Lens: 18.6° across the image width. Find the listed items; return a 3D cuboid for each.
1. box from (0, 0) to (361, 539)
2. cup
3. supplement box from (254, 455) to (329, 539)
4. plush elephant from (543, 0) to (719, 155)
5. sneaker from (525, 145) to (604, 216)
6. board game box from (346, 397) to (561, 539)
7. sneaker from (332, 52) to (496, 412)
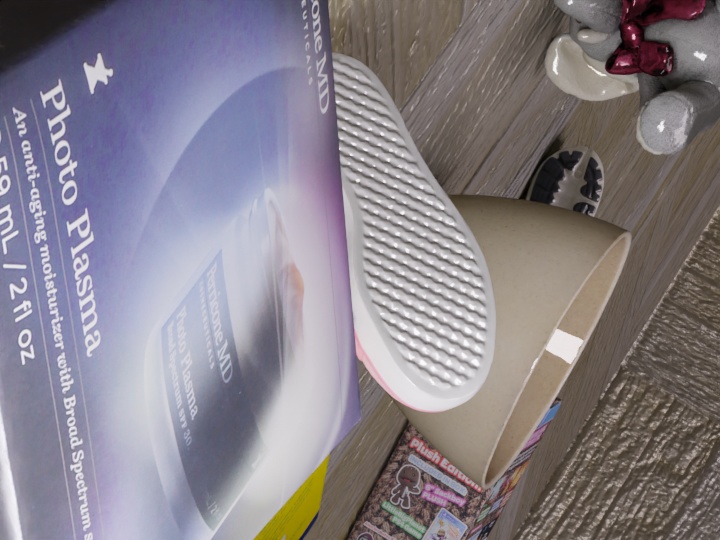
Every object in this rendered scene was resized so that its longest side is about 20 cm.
[{"bbox_3d":[-0.096,-0.002,0.654,0.198,0.123,0.201,-46,138,-52],"label":"box"},{"bbox_3d":[0.074,0.028,1.502,0.201,0.143,0.200,-57,168,-19],"label":"cup"},{"bbox_3d":[-0.085,0.089,1.080,0.110,0.109,0.200,-53,166,-31],"label":"supplement box"},{"bbox_3d":[0.210,-0.179,1.603,0.200,0.154,0.165,-2,112,-67],"label":"plush elephant"},{"bbox_3d":[0.160,-0.015,1.927,0.200,0.077,0.080,-62,176,7],"label":"sneaker"},{"bbox_3d":[0.085,0.189,2.019,0.200,0.097,0.159,-62,168,9],"label":"board game box"},{"bbox_3d":[0.000,0.000,1.091,0.075,0.201,0.105,-6,148,-29],"label":"sneaker"}]
